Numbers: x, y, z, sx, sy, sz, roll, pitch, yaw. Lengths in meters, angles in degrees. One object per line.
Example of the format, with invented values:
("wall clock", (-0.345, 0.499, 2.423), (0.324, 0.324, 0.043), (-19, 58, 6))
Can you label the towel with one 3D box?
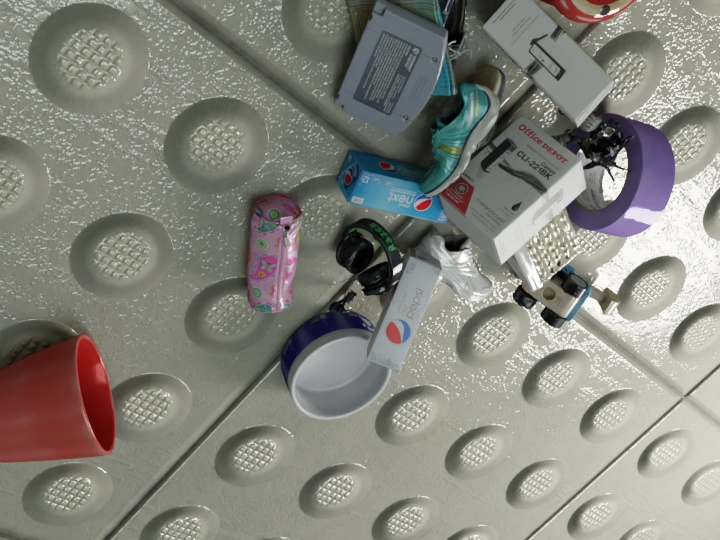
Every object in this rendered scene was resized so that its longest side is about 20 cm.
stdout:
("towel", (0.059, -0.342, 1.528), (0.144, 0.022, 0.202), (2, 135, 21))

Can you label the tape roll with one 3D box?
("tape roll", (0.438, -0.163, 1.767), (0.084, 0.201, 0.202), (9, 122, -32))

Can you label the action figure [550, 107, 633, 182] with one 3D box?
("action figure", (0.365, -0.235, 1.681), (0.101, 0.202, 0.119), (-20, 170, -39))

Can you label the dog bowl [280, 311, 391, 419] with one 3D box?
("dog bowl", (-0.046, 0.176, 1.900), (0.197, 0.079, 0.203), (-12, 130, -15))

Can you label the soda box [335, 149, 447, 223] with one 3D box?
("soda box", (0.064, -0.138, 1.709), (0.197, 0.068, 0.065), (11, 121, -31))

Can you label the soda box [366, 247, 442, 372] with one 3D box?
("soda box", (0.075, 0.068, 1.786), (0.063, 0.068, 0.203), (22, 103, -5))

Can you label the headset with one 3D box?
("headset", (0.000, 0.000, 1.754), (0.093, 0.124, 0.201), (-31, 162, -31))

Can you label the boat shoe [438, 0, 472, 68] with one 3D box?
("boat shoe", (0.132, -0.356, 1.564), (0.074, 0.061, 0.203), (-29, 137, -38))

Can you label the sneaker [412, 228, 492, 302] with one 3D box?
("sneaker", (0.182, -0.013, 1.859), (0.198, 0.078, 0.100), (25, 110, -37))

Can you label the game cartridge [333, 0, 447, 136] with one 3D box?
("game cartridge", (0.049, -0.298, 1.532), (0.131, 0.042, 0.201), (21, 136, -8))

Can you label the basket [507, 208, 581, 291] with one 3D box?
("basket", (0.293, -0.089, 1.808), (0.122, 0.136, 0.201), (-34, 133, 2))

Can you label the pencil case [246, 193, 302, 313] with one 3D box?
("pencil case", (-0.143, -0.026, 1.694), (0.086, 0.088, 0.202), (-5, 129, -20))

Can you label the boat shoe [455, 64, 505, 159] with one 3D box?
("boat shoe", (0.193, -0.244, 1.688), (0.064, 0.072, 0.202), (-3, 126, -36))

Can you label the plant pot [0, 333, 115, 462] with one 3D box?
("plant pot", (-0.510, 0.221, 1.662), (0.174, 0.202, 0.202), (-14, 131, -2))

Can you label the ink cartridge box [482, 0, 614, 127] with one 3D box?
("ink cartridge box", (0.286, -0.320, 1.551), (0.084, 0.200, 0.146), (-45, 175, 13))

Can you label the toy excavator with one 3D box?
("toy excavator", (0.409, 0.036, 1.989), (0.193, 0.200, 0.101), (35, 116, 7))

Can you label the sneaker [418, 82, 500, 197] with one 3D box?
("sneaker", (0.142, -0.210, 1.626), (0.079, 0.078, 0.202), (22, 117, -18))

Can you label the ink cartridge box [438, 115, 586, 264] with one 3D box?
("ink cartridge box", (0.247, -0.134, 1.671), (0.199, 0.144, 0.084), (-41, 146, -9))

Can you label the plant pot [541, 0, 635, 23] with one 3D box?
("plant pot", (0.318, -0.475, 1.486), (0.197, 0.183, 0.203), (-11, 128, -15))
